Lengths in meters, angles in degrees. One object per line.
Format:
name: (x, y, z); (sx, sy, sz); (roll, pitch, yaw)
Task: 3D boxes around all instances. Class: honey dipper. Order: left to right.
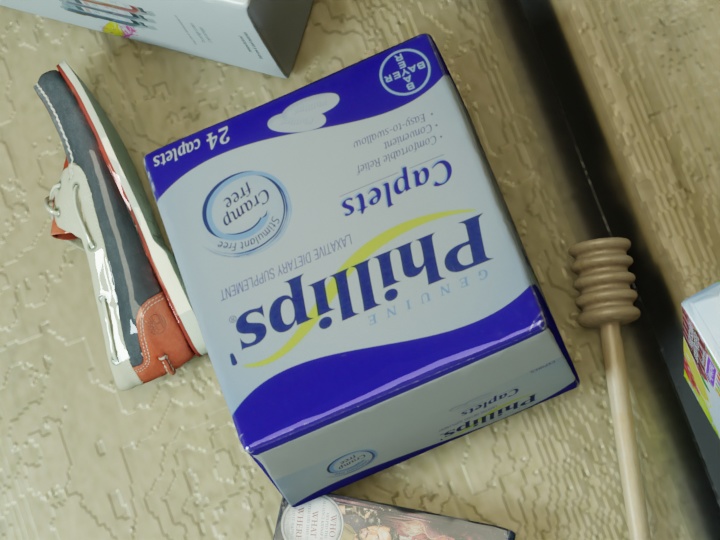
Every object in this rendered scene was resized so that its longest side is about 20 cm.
honey dipper: (0.149, 0.082, 1.473); (0.038, 0.038, 0.201); (-8, 78, 6)

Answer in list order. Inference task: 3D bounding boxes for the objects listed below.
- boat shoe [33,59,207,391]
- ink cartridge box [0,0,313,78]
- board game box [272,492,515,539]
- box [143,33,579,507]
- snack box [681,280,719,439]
boat shoe: (-0.152, -0.028, 1.525); (0.062, 0.071, 0.201); (-26, 80, 5)
ink cartridge box: (-0.126, -0.220, 1.521); (0.199, 0.145, 0.146); (15, 81, 11)
board game box: (0.003, 0.233, 1.462); (0.135, 0.035, 0.201); (9, 79, 10)
box: (0.000, 0.000, 1.460); (0.183, 0.105, 0.201); (-23, 65, 3)
snack box: (0.237, 0.093, 1.373); (0.067, 0.200, 0.169); (-29, 76, 1)
